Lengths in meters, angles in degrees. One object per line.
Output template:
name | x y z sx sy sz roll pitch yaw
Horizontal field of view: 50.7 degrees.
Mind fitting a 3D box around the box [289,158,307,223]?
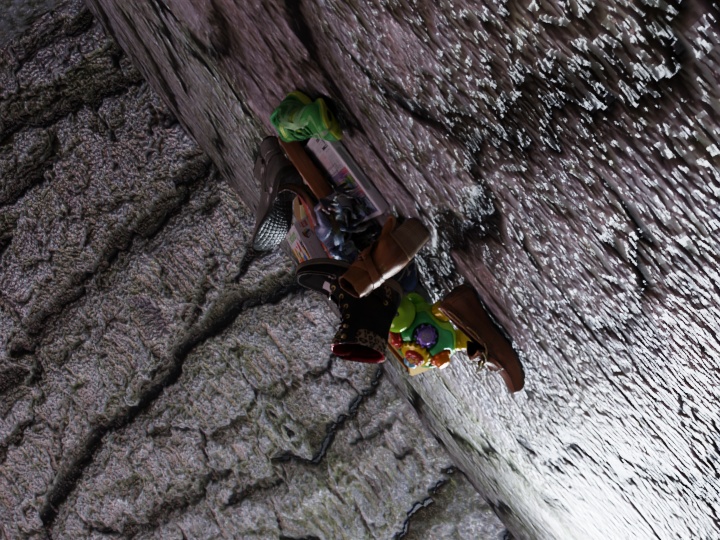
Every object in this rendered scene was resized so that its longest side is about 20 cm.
box | -0.131 -0.140 1.665 0.202 0.021 0.167 89 169 -54

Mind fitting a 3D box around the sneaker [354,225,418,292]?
sneaker | 0.066 -0.014 1.432 0.085 0.077 0.201 44 -175 -37

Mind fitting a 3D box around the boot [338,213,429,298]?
boot | 0.030 -0.015 1.279 0.077 0.155 0.200 50 172 -13

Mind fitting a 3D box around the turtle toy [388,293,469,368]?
turtle toy | 0.107 0.114 1.428 0.143 0.102 0.202 -6 130 42

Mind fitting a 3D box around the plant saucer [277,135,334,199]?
plant saucer | -0.094 -0.191 1.510 0.202 0.032 0.200 56 -176 -5

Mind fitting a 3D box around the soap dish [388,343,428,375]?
soap dish | 0.099 0.165 1.917 0.201 0.081 0.158 49 171 21

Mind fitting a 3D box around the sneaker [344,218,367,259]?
sneaker | 0.000 0.000 1.537 0.088 0.073 0.205 -50 44 48

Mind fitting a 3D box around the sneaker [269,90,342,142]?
sneaker | -0.091 -0.236 1.235 0.075 0.083 0.199 55 170 -29

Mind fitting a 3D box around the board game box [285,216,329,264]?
board game box | -0.101 -0.031 1.525 0.129 0.034 0.200 62 169 0

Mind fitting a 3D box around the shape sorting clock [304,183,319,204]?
shape sorting clock | -0.060 -0.120 1.697 0.201 0.039 0.200 50 175 5

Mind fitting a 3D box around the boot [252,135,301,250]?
boot | -0.180 -0.153 1.512 0.066 0.203 0.132 2 -143 -35

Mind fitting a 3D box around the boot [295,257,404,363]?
boot | -0.028 0.069 1.304 0.195 0.154 0.074 16 144 -5

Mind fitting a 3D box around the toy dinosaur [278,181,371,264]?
toy dinosaur | -0.050 -0.073 1.381 0.196 0.106 0.184 24 139 9

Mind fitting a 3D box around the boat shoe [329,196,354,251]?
boat shoe | -0.050 -0.070 1.461 0.200 0.072 0.070 118 136 -62

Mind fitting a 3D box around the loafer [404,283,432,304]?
loafer | 0.063 0.022 1.548 0.200 0.069 0.076 46 171 32

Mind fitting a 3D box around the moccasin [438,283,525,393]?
moccasin | 0.197 0.121 1.232 0.203 0.077 0.073 54 171 -18

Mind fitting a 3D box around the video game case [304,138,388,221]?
video game case | -0.029 -0.173 1.387 0.184 0.023 0.200 53 170 -6
